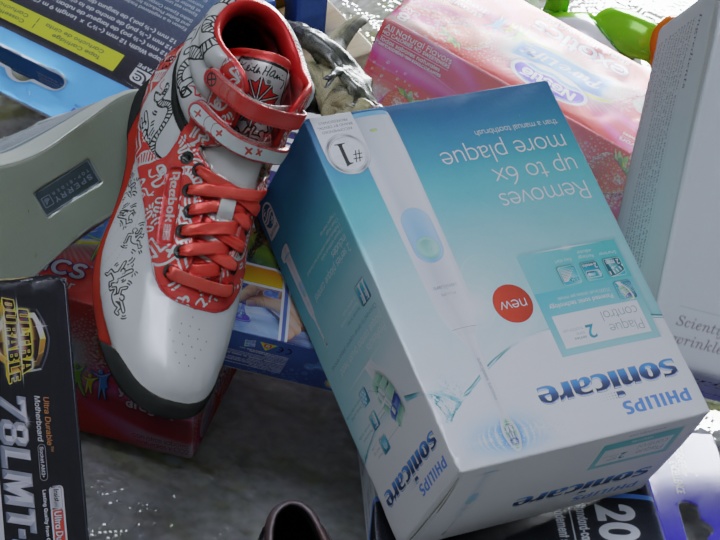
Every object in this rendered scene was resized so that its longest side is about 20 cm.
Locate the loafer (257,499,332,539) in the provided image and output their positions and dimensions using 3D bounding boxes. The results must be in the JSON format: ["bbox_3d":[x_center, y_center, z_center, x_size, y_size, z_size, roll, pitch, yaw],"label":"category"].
[{"bbox_3d":[-0.019,0.191,1.224,0.071,0.063,0.200,-7,41,-13],"label":"loafer"}]

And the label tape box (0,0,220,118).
[{"bbox_3d":[-0.161,-0.146,1.560,0.143,0.066,0.200,25,52,7],"label":"label tape box"}]

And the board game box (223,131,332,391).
[{"bbox_3d":[0.000,0.000,1.380,0.199,0.035,0.136,14,53,-13],"label":"board game box"}]

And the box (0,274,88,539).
[{"bbox_3d":[-0.229,0.109,1.264,0.197,0.201,0.050,-6,2,-13],"label":"box"}]

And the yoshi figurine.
[{"bbox_3d":[0.106,-0.146,1.656,0.199,0.112,0.112,25,51,27],"label":"yoshi figurine"}]

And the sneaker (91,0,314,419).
[{"bbox_3d":[-0.073,-0.037,1.277,0.067,0.108,0.202,20,52,-23],"label":"sneaker"}]

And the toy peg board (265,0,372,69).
[{"bbox_3d":[-0.123,-0.191,1.690,0.199,0.098,0.199,-19,46,-25],"label":"toy peg board"}]

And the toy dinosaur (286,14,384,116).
[{"bbox_3d":[-0.028,-0.109,1.428,0.088,0.048,0.200,19,21,-14],"label":"toy dinosaur"}]

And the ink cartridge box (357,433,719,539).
[{"bbox_3d":[0.101,0.118,1.364,0.199,0.044,0.198,1,28,-5],"label":"ink cartridge box"}]

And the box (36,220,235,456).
[{"bbox_3d":[-0.165,0.011,1.437,0.199,0.095,0.103,14,42,11],"label":"box"}]

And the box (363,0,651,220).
[{"bbox_3d":[0.100,-0.080,1.542,0.199,0.095,0.103,30,35,9],"label":"box"}]

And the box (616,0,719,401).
[{"bbox_3d":[0.244,-0.023,1.405,0.198,0.131,0.201,14,82,-7],"label":"box"}]

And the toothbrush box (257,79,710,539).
[{"bbox_3d":[0.057,0.019,1.315,0.146,0.085,0.201,-10,64,-27],"label":"toothbrush box"}]

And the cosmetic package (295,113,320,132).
[{"bbox_3d":[-0.084,-0.043,1.555,0.199,0.051,0.083,-6,43,-13],"label":"cosmetic package"}]

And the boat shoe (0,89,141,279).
[{"bbox_3d":[-0.179,-0.029,1.352,0.200,0.070,0.071,-30,9,-28],"label":"boat shoe"}]
